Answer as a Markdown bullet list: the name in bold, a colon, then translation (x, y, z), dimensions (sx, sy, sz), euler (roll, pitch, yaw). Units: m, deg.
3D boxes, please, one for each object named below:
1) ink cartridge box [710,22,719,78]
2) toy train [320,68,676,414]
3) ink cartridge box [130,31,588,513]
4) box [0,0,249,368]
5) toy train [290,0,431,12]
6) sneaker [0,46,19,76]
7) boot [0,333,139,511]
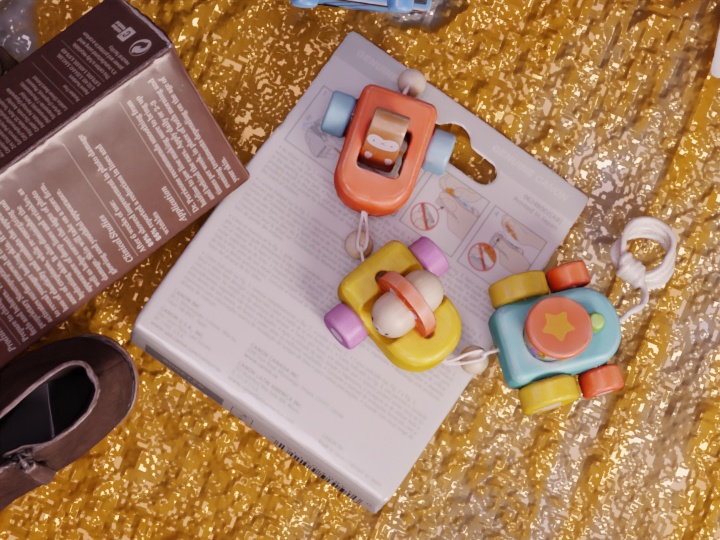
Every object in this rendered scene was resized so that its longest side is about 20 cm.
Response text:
- **ink cartridge box**: translation (0.273, -0.187, 1.164), dimensions (0.161, 0.050, 0.201), euler (9, 96, 2)
- **toy train**: translation (0.061, -0.015, 1.138), dimensions (0.199, 0.056, 0.151), euler (24, 77, 0)
- **ink cartridge box**: translation (0.000, 0.000, 1.181), dimensions (0.160, 0.047, 0.200), euler (35, 75, 2)
- **box**: translation (-0.166, -0.034, 1.126), dimensions (0.200, 0.075, 0.100), euler (-38, 132, -10)
- **toy train**: translation (-0.040, -0.171, 1.107), dimensions (0.199, 0.114, 0.087), euler (3, 91, -28)
- **sneaker**: translation (-0.215, -0.088, 1.164), dimensions (0.075, 0.070, 0.201), euler (1, 94, -2)
- **boot**: translation (-0.202, 0.096, 1.117), dimensions (0.200, 0.166, 0.072), euler (-34, 89, 2)
